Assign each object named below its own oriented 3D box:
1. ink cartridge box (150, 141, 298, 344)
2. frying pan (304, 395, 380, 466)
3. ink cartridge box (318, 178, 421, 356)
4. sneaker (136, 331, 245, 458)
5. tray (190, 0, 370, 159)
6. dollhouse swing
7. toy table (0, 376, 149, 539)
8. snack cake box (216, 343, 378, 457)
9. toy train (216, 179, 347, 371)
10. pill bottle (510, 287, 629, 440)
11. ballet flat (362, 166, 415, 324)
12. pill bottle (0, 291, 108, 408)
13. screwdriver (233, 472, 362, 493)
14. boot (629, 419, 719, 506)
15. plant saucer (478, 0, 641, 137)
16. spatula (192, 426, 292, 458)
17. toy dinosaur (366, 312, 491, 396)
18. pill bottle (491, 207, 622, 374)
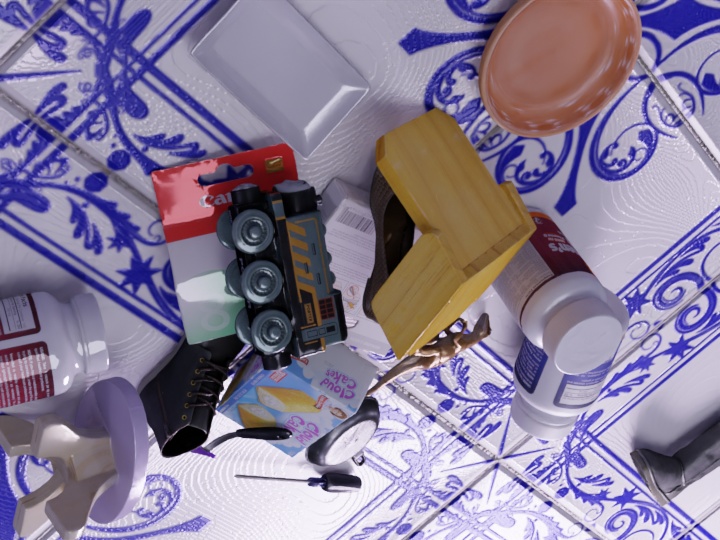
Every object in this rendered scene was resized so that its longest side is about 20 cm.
[{"bbox_3d":[-0.130,-0.027,1.493,0.160,0.050,0.201,-13,126,-7],"label":"ink cartridge box"},{"bbox_3d":[-0.022,0.225,1.718,0.114,0.031,0.191,-28,148,-27],"label":"frying pan"},{"bbox_3d":[0.000,0.000,1.621,0.199,0.045,0.177,21,115,-38],"label":"ink cartridge box"},{"bbox_3d":[-0.173,0.123,1.593,0.075,0.106,0.200,26,113,-40],"label":"sneaker"},{"bbox_3d":[-0.081,-0.207,1.408,0.107,0.022,0.200,-46,134,4],"label":"tray"},{"bbox_3d":[0.068,-0.044,1.520,0.182,0.176,0.200,-52,169,35],"label":"dollhouse swing"},{"bbox_3d":[-0.327,0.218,1.563,0.117,0.183,0.201,-14,127,-39],"label":"toy table"},{"bbox_3d":[-0.077,0.138,1.589,0.115,0.067,0.200,33,149,-9],"label":"snack cake box"},{"bbox_3d":[-0.081,0.003,1.453,0.113,0.085,0.202,-13,98,-21],"label":"toy train"},{"bbox_3d":[0.267,0.121,1.814,0.119,0.120,0.201,-3,129,-26],"label":"pill bottle"},{"bbox_3d":[0.040,-0.036,1.540,0.067,0.046,0.202,2,99,-38],"label":"ballet flat"},{"bbox_3d":[-0.372,0.087,1.452,0.198,0.113,0.114,-12,133,-18],"label":"pill bottle"},{"bbox_3d":[-0.084,0.282,1.836,0.199,0.028,0.029,7,153,-30],"label":"screwdriver"},{"bbox_3d":[0.522,0.273,2.114,0.199,0.073,0.182,-31,150,9],"label":"boot"},{"bbox_3d":[0.218,-0.241,1.533,0.199,0.038,0.201,-14,134,-15],"label":"plant saucer"},{"bbox_3d":[-0.158,0.202,1.649,0.199,0.021,0.056,-14,140,37],"label":"spatula"},{"bbox_3d":[0.083,0.107,1.747,0.199,0.061,0.107,-25,137,-6],"label":"toy dinosaur"},{"bbox_3d":[0.227,0.024,1.651,0.109,0.200,0.110,-15,134,-16],"label":"pill bottle"}]
